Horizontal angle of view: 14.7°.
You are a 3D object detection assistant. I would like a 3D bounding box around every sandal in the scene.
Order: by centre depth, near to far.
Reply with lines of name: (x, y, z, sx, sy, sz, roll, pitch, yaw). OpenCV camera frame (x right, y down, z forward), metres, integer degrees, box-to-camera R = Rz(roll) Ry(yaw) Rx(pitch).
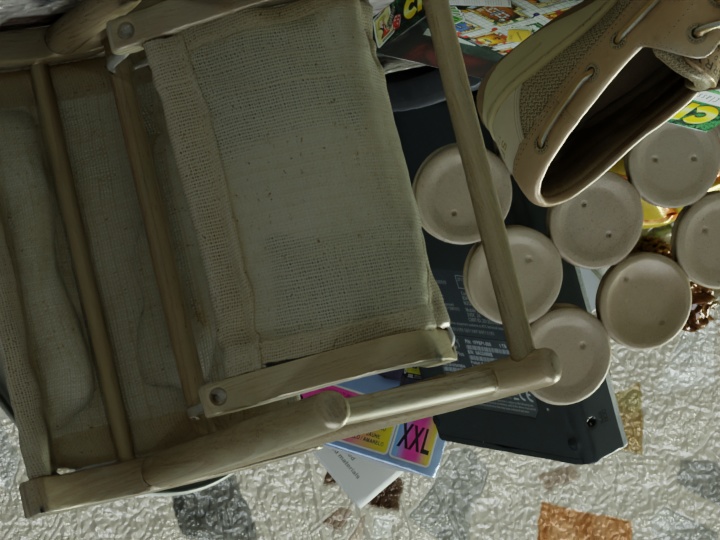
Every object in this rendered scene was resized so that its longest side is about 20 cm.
sandal: (0.089, -0.123, 1.330, 0.199, 0.043, 0.076, -21, -179, 29)

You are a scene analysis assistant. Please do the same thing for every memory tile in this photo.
memory tile: (0.135, -0.041, 1.391, 0.200, 0.154, 0.017, -36, -163, -6)

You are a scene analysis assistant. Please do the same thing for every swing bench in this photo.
swing bench: (-0.053, -0.024, 1.099, 0.129, 0.200, 0.200, -9, 173, -44)

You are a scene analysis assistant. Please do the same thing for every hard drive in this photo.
hard drive: (0.062, -0.002, 1.461, 0.033, 0.201, 0.139, -25, -163, -30)

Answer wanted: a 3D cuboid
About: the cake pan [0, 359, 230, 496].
cake pan: (-0.128, 0.032, 1.594, 0.200, 0.201, 0.037, -9, 155, -40)

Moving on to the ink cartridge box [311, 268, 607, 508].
ink cartridge box: (0.049, 0.035, 1.694, 0.200, 0.084, 0.145, -39, -173, 6)

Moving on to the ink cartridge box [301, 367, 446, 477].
ink cartridge box: (0.000, 0.000, 1.558, 0.136, 0.201, 0.076, 18, 174, -23)

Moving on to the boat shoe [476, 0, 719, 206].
boat shoe: (0.140, -0.102, 1.176, 0.200, 0.065, 0.071, -41, 138, 20)

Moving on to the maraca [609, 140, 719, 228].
maraca: (0.136, -0.070, 1.472, 0.137, 0.107, 0.200, 29, 129, -27)

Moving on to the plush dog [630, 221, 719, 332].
plush dog: (0.183, -0.047, 1.611, 0.160, 0.201, 0.172, -8, 170, 24)

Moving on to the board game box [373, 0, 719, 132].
board game box: (0.114, -0.108, 1.254, 0.199, 0.024, 0.105, 10, 150, -35)
